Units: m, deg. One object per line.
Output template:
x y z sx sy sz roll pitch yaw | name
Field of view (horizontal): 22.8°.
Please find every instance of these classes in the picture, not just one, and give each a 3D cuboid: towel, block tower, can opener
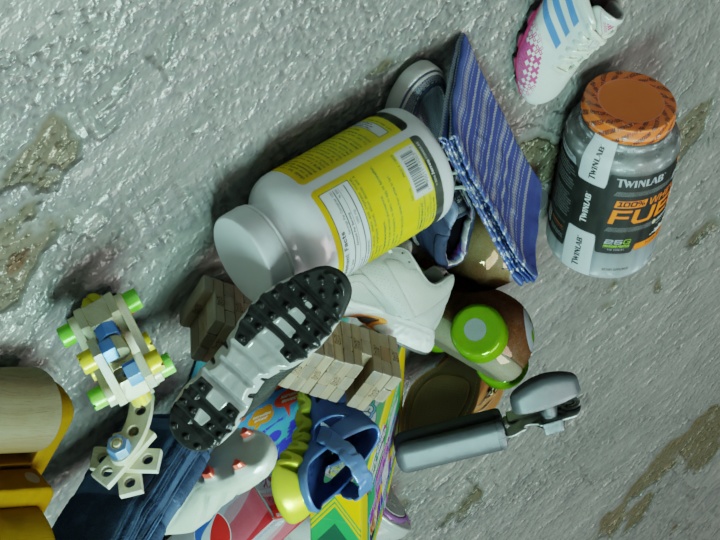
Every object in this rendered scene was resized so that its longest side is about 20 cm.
0.126 -0.100 1.649 0.024 0.145 0.201 -12 132 23 | towel
-0.214 0.209 1.568 0.049 0.111 0.201 57 47 -34 | towel
-0.062 0.068 1.605 0.199 0.058 0.054 19 129 -23 | block tower
0.128 0.148 1.820 0.198 0.053 0.067 -14 109 2 | can opener

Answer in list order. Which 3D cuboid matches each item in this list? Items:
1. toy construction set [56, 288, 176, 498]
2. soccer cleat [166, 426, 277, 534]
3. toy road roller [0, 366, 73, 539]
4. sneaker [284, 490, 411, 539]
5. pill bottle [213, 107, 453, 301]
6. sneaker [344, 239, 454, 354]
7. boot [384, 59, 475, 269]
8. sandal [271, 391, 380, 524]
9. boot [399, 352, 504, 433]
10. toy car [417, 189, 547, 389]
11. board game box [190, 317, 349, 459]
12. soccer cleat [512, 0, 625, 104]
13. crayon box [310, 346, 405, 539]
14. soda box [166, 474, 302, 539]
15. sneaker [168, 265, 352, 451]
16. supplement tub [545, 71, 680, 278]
-0.195 0.094 1.489 0.092 0.131 0.201 -20 144 -19 | toy construction set
-0.145 0.198 1.651 0.199 0.070 0.078 -22 128 32 | soccer cleat
-0.299 0.189 1.450 0.123 0.146 0.201 4 122 -53 | toy road roller
-0.022 0.279 1.993 0.100 0.075 0.199 -45 148 22 | sneaker
-0.025 -0.053 1.563 0.199 0.112 0.113 -30 145 -27 | pill bottle
0.000 0.000 1.661 0.199 0.076 0.092 26 92 -31 | sneaker
0.072 -0.097 1.657 0.073 0.090 0.201 -31 145 -26 | boot
-0.019 0.154 1.661 0.201 0.086 0.080 -77 153 -48 | sandal
0.108 0.134 1.945 0.155 0.076 0.201 62 43 -64 | boot
0.134 -0.004 1.800 0.201 0.157 0.164 -59 160 -5 | toy car
-0.104 0.123 1.723 0.151 0.045 0.201 -15 135 -43 | board game box
0.201 -0.227 1.680 0.070 0.086 0.201 -23 141 -36 | soccer cleat
-0.003 0.192 1.817 0.173 0.058 0.201 90 13 -47 | crayon box
-0.145 0.277 1.772 0.200 0.064 0.070 -45 158 23 | soda box
-0.081 0.066 1.517 0.200 0.066 0.091 -47 -179 13 | sneaker
0.265 -0.100 1.866 0.122 0.122 0.201 -29 144 -29 | supplement tub
